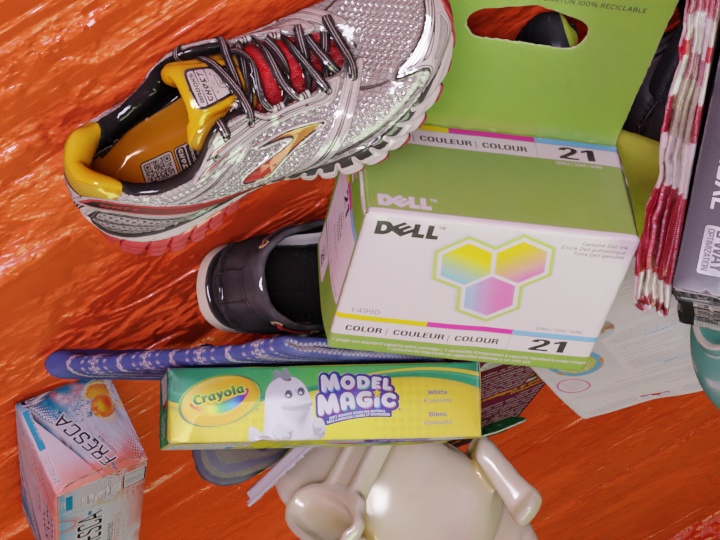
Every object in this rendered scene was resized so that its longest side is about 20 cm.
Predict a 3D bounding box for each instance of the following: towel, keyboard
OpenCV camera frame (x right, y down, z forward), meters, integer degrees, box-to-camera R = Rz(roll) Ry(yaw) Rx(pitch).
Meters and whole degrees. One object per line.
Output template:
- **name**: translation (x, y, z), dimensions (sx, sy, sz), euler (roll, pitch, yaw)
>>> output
- **towel**: translation (0.168, -0.044, 1.043), dimensions (0.086, 0.018, 0.200), euler (-40, 149, 30)
- **keyboard**: translation (0.000, 0.082, 1.164), dimensions (0.200, 0.011, 0.056), euler (-44, 173, 18)
- **towel**: translation (0.165, -0.095, 0.897), dimensions (0.144, 0.023, 0.201), euler (-62, 159, -55)
- **towel**: translation (-0.069, 0.047, 1.039), dimensions (0.199, 0.024, 0.144), euler (-7, 173, 40)

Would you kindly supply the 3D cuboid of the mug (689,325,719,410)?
- **mug**: translation (0.260, 0.035, 1.072), dimensions (0.114, 0.153, 0.185), euler (25, 142, -20)

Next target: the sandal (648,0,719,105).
- **sandal**: translation (0.203, -0.175, 0.975), dimensions (0.075, 0.045, 0.200), euler (-22, 146, -34)

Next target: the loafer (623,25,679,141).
- **loafer**: translation (0.183, -0.084, 1.114), dimensions (0.073, 0.072, 0.200), euler (-13, 154, -36)

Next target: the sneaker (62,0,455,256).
- **sneaker**: translation (-0.046, -0.073, 0.819), dimensions (0.199, 0.078, 0.082), euler (-31, 159, 6)

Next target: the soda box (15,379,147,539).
- **soda box**: translation (-0.184, 0.141, 1.174), dimensions (0.063, 0.069, 0.200), euler (-21, 159, -19)

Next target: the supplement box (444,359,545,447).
- **supplement box**: translation (0.081, 0.054, 1.297), dimensions (0.110, 0.086, 0.200), euler (-18, 157, -29)

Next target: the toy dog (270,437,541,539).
- **toy dog**: translation (0.039, 0.176, 1.250), dimensions (0.200, 0.140, 0.194), euler (37, 152, -28)

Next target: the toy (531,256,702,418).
- **toy**: translation (0.162, 0.033, 1.173), dimensions (0.115, 0.047, 0.200), euler (-15, 151, 23)

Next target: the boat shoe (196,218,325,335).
- **boat shoe**: translation (0.000, 0.003, 1.062), dimensions (0.201, 0.074, 0.063), euler (-7, 180, -41)

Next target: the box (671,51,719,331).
- **box**: translation (0.199, -0.052, 0.915), dimensions (0.050, 0.159, 0.200), euler (12, 175, 12)

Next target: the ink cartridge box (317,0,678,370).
- **ink cartridge box**: translation (0.069, -0.047, 0.909), dimensions (0.147, 0.076, 0.200), euler (5, 136, -11)

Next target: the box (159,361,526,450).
- **box**: translation (-0.013, 0.078, 1.020), dimensions (0.199, 0.049, 0.117), euler (1, 173, -9)

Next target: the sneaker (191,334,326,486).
- **sneaker**: translation (-0.050, 0.074, 1.168), dimensions (0.200, 0.074, 0.081), euler (-47, 175, 26)

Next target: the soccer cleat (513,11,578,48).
- **soccer cleat**: translation (0.079, -0.076, 1.012), dimensions (0.081, 0.068, 0.200), euler (-10, 157, -12)
